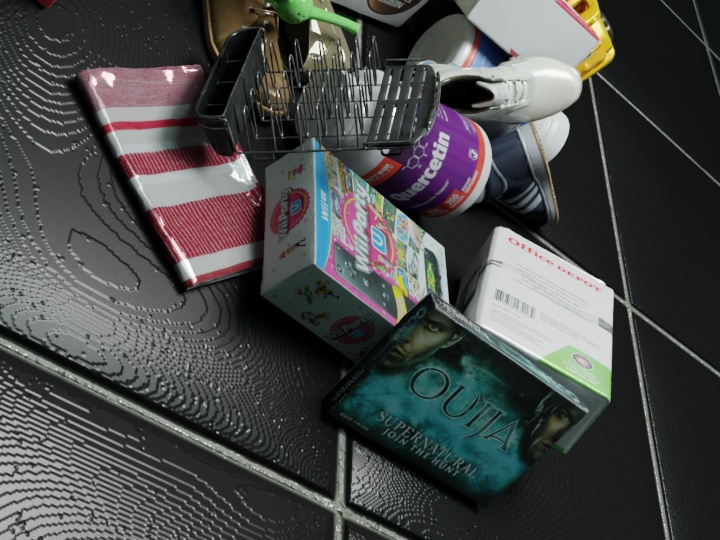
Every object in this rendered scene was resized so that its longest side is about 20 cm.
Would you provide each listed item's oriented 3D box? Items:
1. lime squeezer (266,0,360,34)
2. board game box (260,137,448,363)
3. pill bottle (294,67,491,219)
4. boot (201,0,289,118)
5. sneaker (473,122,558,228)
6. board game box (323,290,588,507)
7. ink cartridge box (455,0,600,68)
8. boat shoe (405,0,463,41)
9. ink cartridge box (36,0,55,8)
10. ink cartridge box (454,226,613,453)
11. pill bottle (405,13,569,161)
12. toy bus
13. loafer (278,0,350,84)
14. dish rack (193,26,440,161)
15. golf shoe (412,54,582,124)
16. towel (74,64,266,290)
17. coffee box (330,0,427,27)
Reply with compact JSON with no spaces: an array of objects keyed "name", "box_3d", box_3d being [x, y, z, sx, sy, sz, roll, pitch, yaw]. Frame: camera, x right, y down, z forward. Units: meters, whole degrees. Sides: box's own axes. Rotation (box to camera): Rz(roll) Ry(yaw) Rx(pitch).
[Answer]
[{"name":"lime squeezer","box_3d":[-0.073,-0.279,1.058,0.200,0.038,0.071,41,57,-26]},{"name":"board game box","box_3d":[0.000,0.000,1.003,0.200,0.064,0.148,37,37,-38]},{"name":"pill bottle","box_3d":[0.033,-0.130,1.125,0.199,0.112,0.113,20,48,-41]},{"name":"boot","box_3d":[-0.106,-0.244,1.082,0.073,0.075,0.201,-1,65,-54]},{"name":"sneaker","box_3d":[0.170,-0.097,1.321,0.200,0.108,0.070,58,13,-62]},{"name":"board game box","box_3d":[0.086,0.116,0.970,0.200,0.135,0.028,34,19,-29]},{"name":"ink cartridge box","box_3d":[0.180,-0.317,1.321,0.145,0.083,0.200,34,20,-24]},{"name":"boat shoe","box_3d":[0.120,-0.310,1.430,0.200,0.073,0.065,25,34,-43]},{"name":"ink cartridge box","box_3d":[-0.231,-0.298,0.932,0.067,0.116,0.200,43,37,-19]},{"name":"ink cartridge box","box_3d":[0.167,0.062,1.106,0.145,0.084,0.200,29,31,-3]},{"name":"pill bottle","box_3d":[0.156,-0.207,1.342,0.200,0.112,0.113,32,41,-32]},{"name":"toy bus","box_3d":[0.263,-0.352,1.506,0.201,0.135,0.192,58,0,-1]},{"name":"loafer","box_3d":[-0.074,-0.280,1.149,0.067,0.076,0.201,-13,73,-61]},{"name":"dish rack","box_3d":[-0.031,-0.156,0.976,0.154,0.199,0.055,-78,164,-47]},{"name":"golf shoe","box_3d":[0.151,-0.189,1.215,0.097,0.199,0.079,-113,-161,-71]},{"name":"towel","box_3d":[-0.144,-0.087,0.951,0.144,0.023,0.201,-19,78,-54]},{"name":"coffee box","box_3d":[0.014,-0.432,1.271,0.199,0.198,0.201,9,54,-47]}]
